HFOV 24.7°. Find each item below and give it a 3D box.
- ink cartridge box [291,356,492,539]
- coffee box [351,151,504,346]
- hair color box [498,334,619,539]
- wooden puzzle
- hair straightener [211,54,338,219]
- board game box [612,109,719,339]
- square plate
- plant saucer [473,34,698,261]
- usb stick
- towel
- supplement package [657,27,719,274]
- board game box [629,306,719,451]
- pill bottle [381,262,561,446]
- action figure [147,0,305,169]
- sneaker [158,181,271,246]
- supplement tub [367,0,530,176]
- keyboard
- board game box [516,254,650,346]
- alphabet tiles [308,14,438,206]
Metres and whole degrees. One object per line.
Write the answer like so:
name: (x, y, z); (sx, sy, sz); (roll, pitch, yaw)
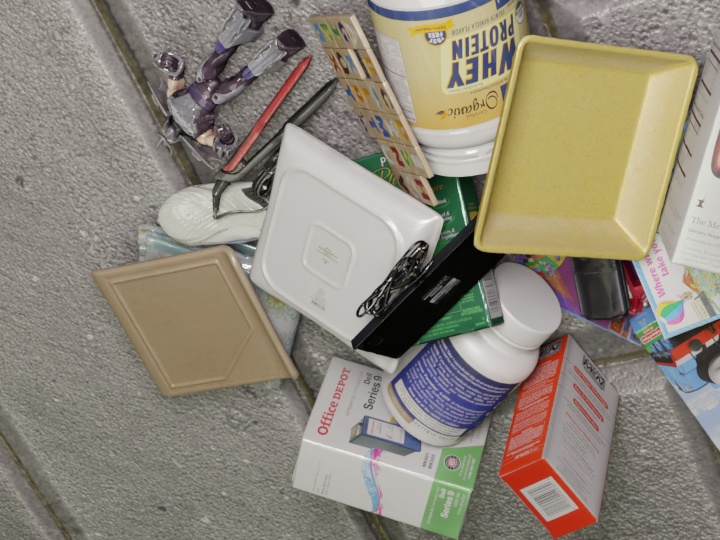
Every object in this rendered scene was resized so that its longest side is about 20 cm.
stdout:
ink cartridge box: (0.037, 0.197, 1.847); (0.198, 0.146, 0.088); (16, 129, 6)
coffee box: (0.067, -0.030, 1.675); (0.122, 0.044, 0.202); (-15, 88, 29)
hair color box: (0.213, 0.173, 1.739); (0.061, 0.201, 0.102); (-28, 113, 33)
wooden puzzle: (-0.182, 0.055, 1.830); (0.198, 0.037, 0.186); (-7, 125, 29)
hair straightener: (-0.084, -0.122, 1.688); (0.077, 0.041, 0.200); (37, 108, -8)
board game box: (0.322, -0.048, 1.607); (0.133, 0.034, 0.201); (-21, 107, 13)
square plate: (-0.025, -0.018, 1.664); (0.199, 0.028, 0.200); (33, 126, 22)
plant saucer: (0.198, -0.115, 1.519); (0.198, 0.048, 0.202); (2, 110, -28)
usb stick: (0.230, -0.045, 1.650); (0.055, 0.033, 0.202); (-5, 107, 29)
towel: (-0.165, 0.036, 1.859); (0.198, 0.048, 0.172); (19, 132, 4)
supplement package: (0.356, -0.104, 1.505); (0.112, 0.110, 0.202); (12, 109, -2)
board game box: (0.395, 0.090, 1.701); (0.151, 0.037, 0.200); (-33, 112, 14)
pill bottle: (0.121, 0.087, 1.756); (0.119, 0.120, 0.200); (34, 129, -9)
action figure: (-0.150, -0.188, 1.669); (0.130, 0.069, 0.200); (48, 119, 1)
sneaker: (-0.117, -0.063, 1.768); (0.198, 0.072, 0.073); (0, 98, 3)
supplement tub: (0.090, -0.204, 1.538); (0.143, 0.145, 0.202); (-2, 125, 19)
keyboard: (0.065, 0.004, 1.603); (0.200, 0.040, 0.104); (-46, 144, 21)
board game box: (0.257, 0.006, 1.704); (0.198, 0.039, 0.159); (25, 129, -2)
alphabet tiles: (0.015, -0.155, 1.583); (0.008, 0.167, 0.201); (-29, 104, -10)
